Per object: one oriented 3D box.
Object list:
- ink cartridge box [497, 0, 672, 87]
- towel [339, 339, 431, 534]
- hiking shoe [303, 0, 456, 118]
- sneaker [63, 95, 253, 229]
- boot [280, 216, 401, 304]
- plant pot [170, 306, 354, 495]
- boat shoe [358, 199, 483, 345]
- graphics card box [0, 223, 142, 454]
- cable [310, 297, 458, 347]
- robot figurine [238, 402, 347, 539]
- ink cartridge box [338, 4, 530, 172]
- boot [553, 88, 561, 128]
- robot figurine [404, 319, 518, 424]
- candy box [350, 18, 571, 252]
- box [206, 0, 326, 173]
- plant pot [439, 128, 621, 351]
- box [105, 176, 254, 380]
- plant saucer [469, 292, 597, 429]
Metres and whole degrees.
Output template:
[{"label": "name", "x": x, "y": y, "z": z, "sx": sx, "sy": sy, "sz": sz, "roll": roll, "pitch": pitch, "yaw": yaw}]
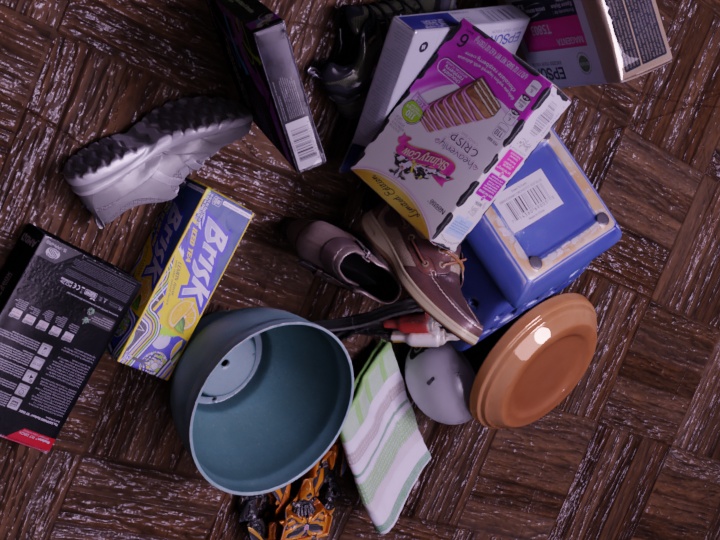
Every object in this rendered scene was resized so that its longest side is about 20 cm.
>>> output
[{"label": "ink cartridge box", "x": 0.236, "y": -0.290, "z": 1.294, "sx": 0.075, "sy": 0.200, "sz": 0.165, "roll": -25, "pitch": 104, "yaw": -19}, {"label": "towel", "x": 0.031, "y": 0.206, "z": 1.442, "sx": 0.149, "sy": 0.031, "sz": 0.201, "roll": -57, "pitch": 140, "yaw": -44}, {"label": "hiking shoe", "x": 0.027, "y": -0.265, "z": 1.282, "sx": 0.200, "sy": 0.076, "sz": 0.101, "roll": -54, "pitch": 133, "yaw": -7}, {"label": "sneaker", "x": -0.199, "y": -0.113, "z": 1.186, "sx": 0.199, "sy": 0.075, "sz": 0.082, "roll": -26, "pitch": 130, "yaw": -16}, {"label": "boot", "x": 0.000, "y": 0.000, "z": 1.313, "sx": 0.200, "sy": 0.146, "sz": 0.070, "roll": 24, "pitch": 95, "yaw": -39}, {"label": "plant pot", "x": -0.125, "y": 0.122, "z": 1.272, "sx": 0.200, "sy": 0.134, "sz": 0.201, "roll": -16, "pitch": 120, "yaw": -30}, {"label": "boat shoe", "x": 0.077, "y": -0.009, "z": 1.254, "sx": 0.072, "sy": 0.200, "sz": 0.072, "roll": -43, "pitch": 146, "yaw": 11}, {"label": "graphics card box", "x": -0.320, "y": 0.069, "z": 1.165, "sx": 0.125, "sy": 0.051, "sz": 0.201, "roll": 30, "pitch": 89, "yaw": -39}, {"label": "cable", "x": 0.011, "y": 0.070, "z": 1.324, "sx": 0.097, "sy": 0.199, "sz": 0.051, "roll": 54, "pitch": 28, "yaw": -66}, {"label": "robot figurine", "x": -0.074, "y": 0.245, "z": 1.405, "sx": 0.144, "sy": 0.058, "sz": 0.201, "roll": -5, "pitch": 109, "yaw": -35}, {"label": "ink cartridge box", "x": 0.083, "y": -0.195, "z": 1.307, "sx": 0.199, "sy": 0.041, "sz": 0.201, "roll": -18, "pitch": 140, "yaw": -42}, {"label": "boot", "x": 0.192, "y": -0.249, "z": 1.425, "sx": 0.131, "sy": 0.070, "sz": 0.201, "roll": 28, "pitch": 77, "yaw": -37}, {"label": "robot figurine", "x": 0.149, "y": 0.111, "z": 1.482, "sx": 0.199, "sy": 0.125, "sz": 0.151, "roll": -26, "pitch": 117, "yaw": -27}, {"label": "candy box", "x": 0.102, "y": -0.140, "z": 1.217, "sx": 0.200, "sy": 0.136, "sz": 0.061, "roll": -53, "pitch": 149, "yaw": 11}, {"label": "box", "x": -0.096, "y": -0.194, "z": 1.140, "sx": 0.036, "sy": 0.200, "sz": 0.144, "roll": -22, "pitch": 120, "yaw": -9}, {"label": "plant pot", "x": 0.164, "y": -0.050, "z": 1.345, "sx": 0.200, "sy": 0.180, "sz": 0.200, "roll": -30, "pitch": 85, "yaw": -25}, {"label": "box", "x": -0.195, "y": 0.007, "z": 1.227, "sx": 0.070, "sy": 0.064, "sz": 0.201, "roll": 28, "pitch": 88, "yaw": -40}, {"label": "plant saucer", "x": 0.218, "y": 0.118, "z": 1.418, "sx": 0.200, "sy": 0.037, "sz": 0.201, "roll": -29, "pitch": 141, "yaw": -26}]
